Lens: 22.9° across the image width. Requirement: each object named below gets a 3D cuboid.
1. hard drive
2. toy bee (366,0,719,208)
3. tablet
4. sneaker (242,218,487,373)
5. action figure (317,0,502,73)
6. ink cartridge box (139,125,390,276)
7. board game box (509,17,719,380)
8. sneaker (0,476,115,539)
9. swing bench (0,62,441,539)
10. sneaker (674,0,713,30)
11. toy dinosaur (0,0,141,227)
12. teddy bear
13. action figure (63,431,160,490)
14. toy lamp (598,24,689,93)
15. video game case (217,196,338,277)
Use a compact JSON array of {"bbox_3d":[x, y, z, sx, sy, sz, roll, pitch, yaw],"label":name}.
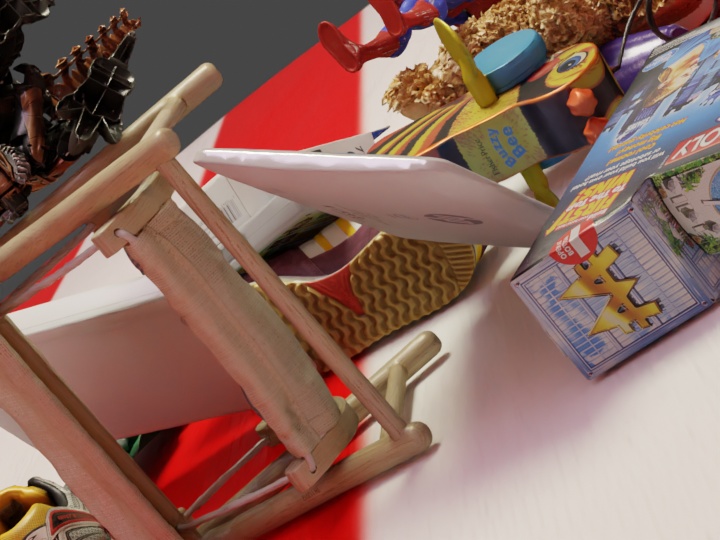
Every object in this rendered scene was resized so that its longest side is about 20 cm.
[{"bbox_3d":[-0.144,0.057,1.050,0.199,0.132,0.027,-15,54,26],"label":"hard drive"},{"bbox_3d":[0.088,-0.087,0.914,0.200,0.131,0.109,-51,13,19],"label":"toy bee"},{"bbox_3d":[0.026,-0.031,0.840,0.129,0.014,0.200,4,-6,30],"label":"tablet"},{"bbox_3d":[0.000,0.000,1.068,0.199,0.075,0.090,-21,21,34],"label":"sneaker"},{"bbox_3d":[0.050,-0.165,1.058,0.065,0.052,0.200,-41,-9,35],"label":"action figure"},{"bbox_3d":[-0.054,-0.042,1.164,0.099,0.039,0.200,-38,-8,34],"label":"ink cartridge box"},{"bbox_3d":[0.162,-0.047,0.768,0.200,0.062,0.200,-50,16,-31],"label":"board game box"},{"bbox_3d":[-0.184,0.153,1.049,0.078,0.082,0.200,-43,12,-13],"label":"sneaker"},{"bbox_3d":[-0.096,0.043,0.898,0.200,0.199,0.130,-37,13,17],"label":"swing bench"},{"bbox_3d":[0.140,-0.149,1.129,0.200,0.085,0.073,-36,11,13],"label":"sneaker"},{"bbox_3d":[-0.179,-0.078,0.908,0.136,0.102,0.201,129,158,-50],"label":"toy dinosaur"},{"bbox_3d":[0.099,-0.142,1.043,0.199,0.067,0.145,-28,-6,23],"label":"teddy bear"},{"bbox_3d":[-0.158,0.101,1.227,0.118,0.055,0.200,-36,9,29],"label":"action figure"},{"bbox_3d":[0.115,-0.084,1.037,0.200,0.058,0.058,-28,18,42],"label":"toy lamp"},{"bbox_3d":[-0.038,-0.019,1.149,0.182,0.022,0.200,-37,-10,36],"label":"video game case"}]
